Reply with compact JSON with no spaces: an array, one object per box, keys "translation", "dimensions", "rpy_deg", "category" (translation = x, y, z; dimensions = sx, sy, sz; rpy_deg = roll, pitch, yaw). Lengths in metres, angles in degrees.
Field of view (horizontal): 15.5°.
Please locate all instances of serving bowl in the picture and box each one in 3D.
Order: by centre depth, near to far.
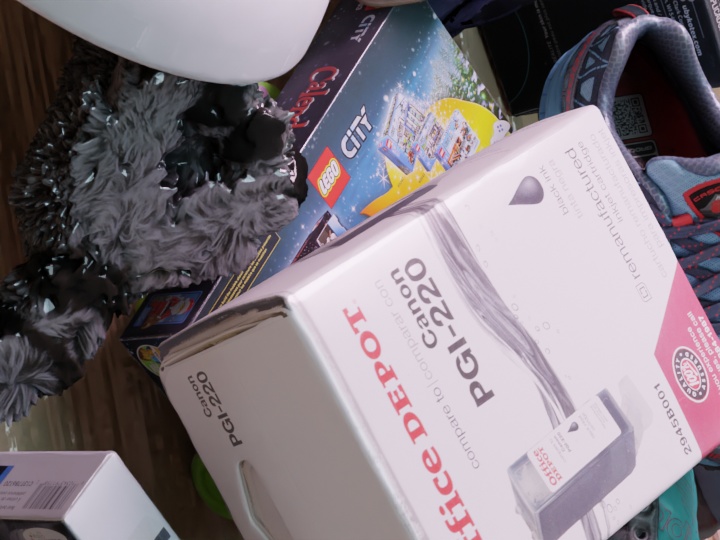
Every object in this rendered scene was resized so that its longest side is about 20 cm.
[{"translation":[-0.085,-0.156,0.941],"dimensions":[0.200,0.066,0.200],"rpy_deg":[29,28,-17],"category":"serving bowl"}]

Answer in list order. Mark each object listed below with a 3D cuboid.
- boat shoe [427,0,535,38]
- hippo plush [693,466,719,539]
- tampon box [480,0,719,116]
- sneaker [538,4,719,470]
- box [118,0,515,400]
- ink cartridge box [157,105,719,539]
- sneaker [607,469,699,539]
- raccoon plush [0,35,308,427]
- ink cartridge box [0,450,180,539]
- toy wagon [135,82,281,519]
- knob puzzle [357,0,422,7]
[{"translation":[0.013,-0.188,1.133],"dimensions":[0.200,0.093,0.075],"rpy_deg":[60,13,16],"category":"boat shoe"},{"translation":[0.152,0.010,1.186],"dimensions":[0.161,0.159,0.200],"rpy_deg":[39,48,-31],"category":"hippo plush"},{"translation":[0.149,-0.184,1.237],"dimensions":[0.200,0.126,0.150],"rpy_deg":[-38,114,-42],"category":"tampon box"},{"translation":[0.129,-0.014,1.083],"dimensions":[0.079,0.096,0.200],"rpy_deg":[-17,77,-17],"category":"sneaker"},{"translation":[0.000,0.000,1.066],"dimensions":[0.137,0.038,0.200],"rpy_deg":[53,51,-30],"category":"box"},{"translation":[0.040,0.043,0.997],"dimensions":[0.200,0.085,0.146],"rpy_deg":[-32,95,-42],"category":"ink cartridge box"},{"translation":[0.134,0.138,1.103],"dimensions":[0.084,0.200,0.121],"rpy_deg":[75,32,-57],"category":"sneaker"},{"translation":[-0.112,-0.044,0.999],"dimensions":[0.200,0.134,0.097],"rpy_deg":[-34,124,-5],"category":"raccoon plush"},{"translation":[-0.079,0.148,0.980],"dimensions":[0.200,0.099,0.039],"rpy_deg":[55,51,-27],"category":"ink cartridge box"},{"translation":[-0.026,0.003,1.095],"dimensions":[0.155,0.040,0.200],"rpy_deg":[-34,111,-44],"category":"toy wagon"},{"translation":[0.032,-0.201,1.072],"dimensions":[0.030,0.219,0.220],"rpy_deg":[90,8,-76],"category":"knob puzzle"}]
